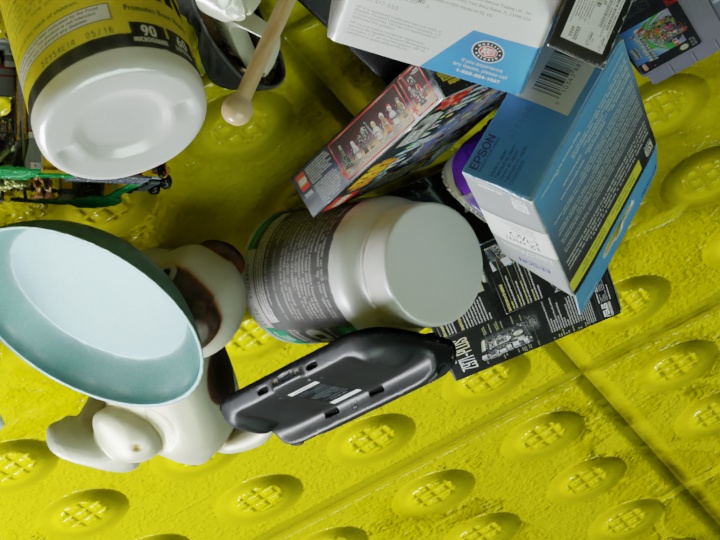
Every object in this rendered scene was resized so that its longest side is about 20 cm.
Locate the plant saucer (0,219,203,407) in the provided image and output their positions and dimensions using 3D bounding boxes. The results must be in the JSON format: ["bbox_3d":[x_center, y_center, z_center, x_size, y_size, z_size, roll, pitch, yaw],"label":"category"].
[{"bbox_3d":[-0.202,0.025,1.766,0.199,0.036,0.200,17,144,13],"label":"plant saucer"}]

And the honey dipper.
[{"bbox_3d":[-0.049,-0.193,1.621,0.038,0.038,0.201,19,99,-44],"label":"honey dipper"}]

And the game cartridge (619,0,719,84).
[{"bbox_3d":[0.252,-0.213,1.813,0.129,0.038,0.200,-32,155,9],"label":"game cartridge"}]

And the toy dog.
[{"bbox_3d":[-0.155,0.066,1.888,0.193,0.140,0.200,26,134,9],"label":"toy dog"}]

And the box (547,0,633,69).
[{"bbox_3d":[0.190,-0.250,1.599,0.043,0.160,0.201,23,109,3],"label":"box"}]

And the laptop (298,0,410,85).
[{"bbox_3d":[0.075,-0.232,1.743,0.187,0.116,0.200,-39,114,24],"label":"laptop"}]

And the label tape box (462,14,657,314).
[{"bbox_3d":[0.154,-0.075,1.747,0.144,0.066,0.200,-60,156,-15],"label":"label tape box"}]

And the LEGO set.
[{"bbox_3d":[-0.236,-0.115,1.672,0.199,0.116,0.154,0,171,-19],"label":"LEGO set"}]

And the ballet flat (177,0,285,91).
[{"bbox_3d":[-0.092,-0.192,1.655,0.068,0.068,0.200,-59,155,-17],"label":"ballet flat"}]

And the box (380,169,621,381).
[{"bbox_3d":[0.121,-0.012,2.003,0.163,0.086,0.200,-23,148,3],"label":"box"}]

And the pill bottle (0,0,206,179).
[{"bbox_3d":[-0.176,-0.169,1.527,0.114,0.201,0.114,-14,146,-9],"label":"pill bottle"}]

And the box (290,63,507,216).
[{"bbox_3d":[0.050,-0.118,1.775,0.137,0.040,0.200,-25,170,-38],"label":"box"}]

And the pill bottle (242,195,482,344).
[{"bbox_3d":[0.000,0.000,1.856,0.113,0.114,0.200,6,174,-33],"label":"pill bottle"}]

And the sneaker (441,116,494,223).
[{"bbox_3d":[0.131,-0.110,1.824,0.100,0.069,0.200,-52,-179,33],"label":"sneaker"}]

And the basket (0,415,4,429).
[{"bbox_3d":[-0.386,0.144,1.876,0.200,0.177,0.139,-45,144,15],"label":"basket"}]

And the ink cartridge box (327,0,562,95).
[{"bbox_3d":[0.076,-0.236,1.608,0.146,0.086,0.200,16,129,-7],"label":"ink cartridge box"}]

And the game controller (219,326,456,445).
[{"bbox_3d":[-0.019,0.088,1.829,0.104,0.042,0.200,22,145,-35],"label":"game controller"}]
